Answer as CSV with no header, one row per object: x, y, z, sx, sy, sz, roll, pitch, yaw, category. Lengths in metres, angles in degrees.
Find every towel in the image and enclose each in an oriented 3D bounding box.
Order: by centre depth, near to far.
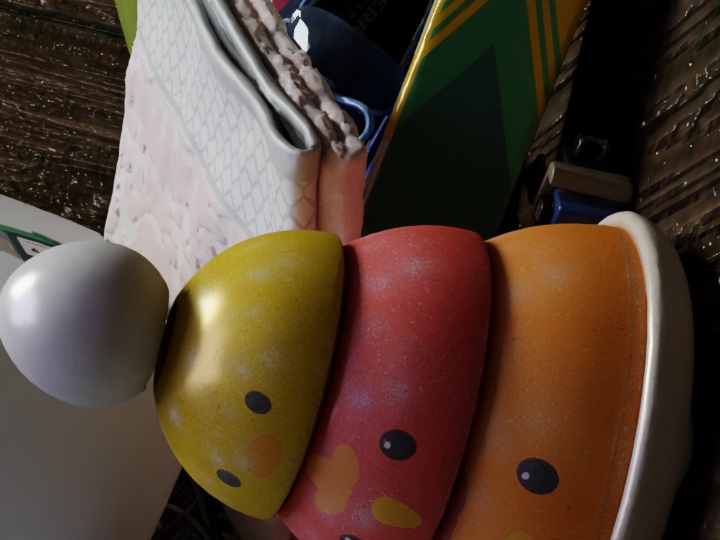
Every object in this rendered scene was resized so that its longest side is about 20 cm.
-0.053,-0.016,0.829,0.200,0.032,0.192,-122,31,-48,towel

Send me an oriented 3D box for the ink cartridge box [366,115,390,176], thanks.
0.000,0.000,0.950,0.200,0.044,0.094,-60,5,-13,ink cartridge box

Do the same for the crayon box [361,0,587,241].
0.052,-0.092,0.814,0.126,0.051,0.201,-64,-5,-88,crayon box

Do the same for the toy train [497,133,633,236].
0.052,0.038,0.803,0.046,0.034,0.200,-93,18,-53,toy train

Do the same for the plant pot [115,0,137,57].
-0.063,-0.137,1.371,0.187,0.186,0.201,-90,1,-53,plant pot

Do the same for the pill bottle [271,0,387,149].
-0.010,-0.104,1.109,0.113,0.113,0.200,113,169,-47,pill bottle

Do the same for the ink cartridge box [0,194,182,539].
-0.140,0.063,0.840,0.147,0.084,0.200,-66,24,7,ink cartridge box

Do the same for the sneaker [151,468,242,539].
-0.081,0.125,0.848,0.081,0.075,0.200,-51,40,20,sneaker

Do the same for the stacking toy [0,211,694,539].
-0.011,0.037,0.669,0.146,0.199,0.147,-168,90,-81,stacking toy

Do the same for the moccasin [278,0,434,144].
-0.018,-0.091,0.957,0.068,0.080,0.200,-40,19,58,moccasin
